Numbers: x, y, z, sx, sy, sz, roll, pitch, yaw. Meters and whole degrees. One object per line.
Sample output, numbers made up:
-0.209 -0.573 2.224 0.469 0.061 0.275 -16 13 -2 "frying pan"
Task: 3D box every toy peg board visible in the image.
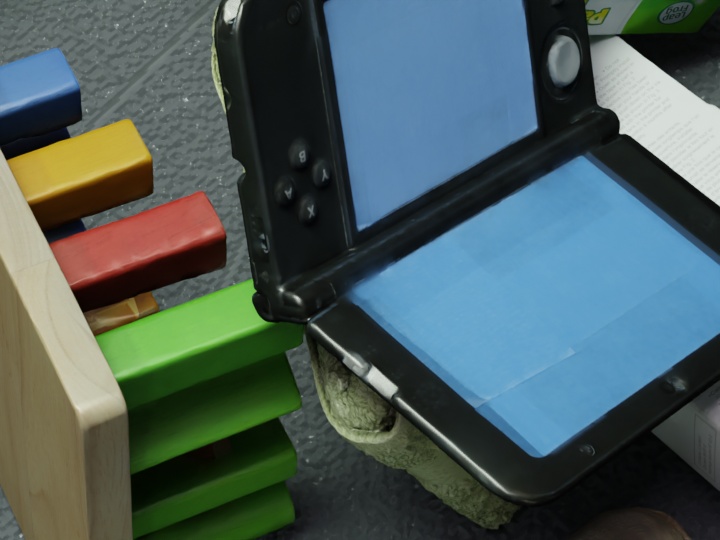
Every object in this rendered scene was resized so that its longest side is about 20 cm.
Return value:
-0.098 0.019 1.080 0.097 0.200 0.200 -19 58 -17 "toy peg board"

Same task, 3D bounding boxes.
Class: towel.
0.000 0.000 1.090 0.036 0.148 0.201 -29 62 12 "towel"

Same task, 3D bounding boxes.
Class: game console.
0.061 -0.040 0.994 0.116 0.177 0.200 8 26 38 "game console"

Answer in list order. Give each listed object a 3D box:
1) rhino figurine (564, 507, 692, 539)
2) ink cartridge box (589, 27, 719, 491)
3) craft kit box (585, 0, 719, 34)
0.059 0.167 1.034 0.200 0.060 0.088 -40 66 -3 "rhino figurine"
0.126 -0.003 1.107 0.109 0.050 0.200 -38 59 -18 "ink cartridge box"
0.033 -0.185 1.144 0.196 0.049 0.201 -5 59 -30 "craft kit box"
